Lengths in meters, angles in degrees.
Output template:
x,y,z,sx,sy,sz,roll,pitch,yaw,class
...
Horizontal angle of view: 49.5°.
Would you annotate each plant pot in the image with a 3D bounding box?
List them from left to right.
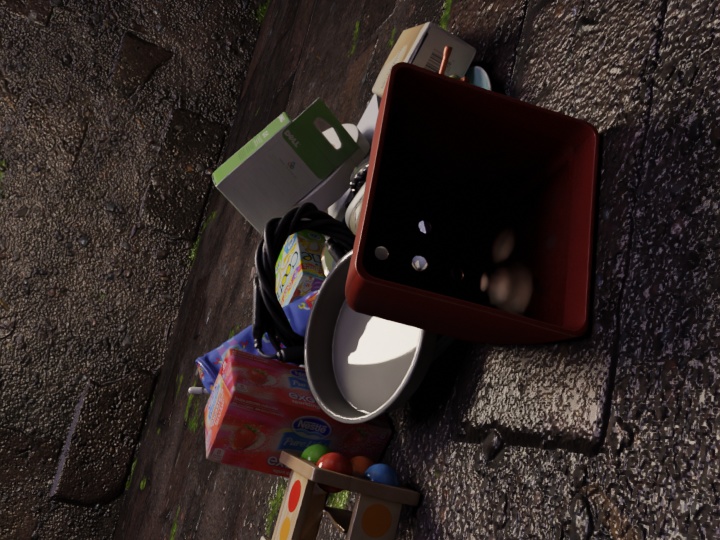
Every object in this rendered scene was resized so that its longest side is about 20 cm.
x,y,z,sx,sy,sz,roll,pitch,yaw,class
0.082,-0.033,0.719,0.176,0.198,0.202,128,154,-65,plant pot

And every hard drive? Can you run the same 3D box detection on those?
x,y,z,sx,sy,sz,roll,pitch,yaw,class
-0.004,-0.186,1.318,0.133,0.025,0.201,-95,29,-48,hard drive

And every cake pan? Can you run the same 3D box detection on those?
x,y,z,sx,sy,sz,roll,pitch,yaw,class
0.012,0.069,0.866,0.199,0.036,0.203,-21,61,44,cake pan

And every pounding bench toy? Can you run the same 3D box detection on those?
x,y,z,sx,sy,sz,roll,pitch,yaw,class
-0.042,0.275,0.860,0.200,0.123,0.158,-11,62,68,pounding bench toy

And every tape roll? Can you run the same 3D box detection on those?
x,y,z,sx,sy,sz,roll,pitch,yaw,class
-0.071,-0.154,1.250,0.202,0.037,0.204,-31,30,20,tape roll

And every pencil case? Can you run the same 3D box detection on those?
x,y,z,sx,sy,sz,roll,pitch,yaw,class
-0.109,0.103,1.004,0.087,0.199,0.078,49,162,35,pencil case

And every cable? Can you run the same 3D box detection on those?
x,y,z,sx,sy,sz,roll,pitch,yaw,class
-0.052,0.016,0.960,0.051,0.161,0.203,154,119,-73,cable

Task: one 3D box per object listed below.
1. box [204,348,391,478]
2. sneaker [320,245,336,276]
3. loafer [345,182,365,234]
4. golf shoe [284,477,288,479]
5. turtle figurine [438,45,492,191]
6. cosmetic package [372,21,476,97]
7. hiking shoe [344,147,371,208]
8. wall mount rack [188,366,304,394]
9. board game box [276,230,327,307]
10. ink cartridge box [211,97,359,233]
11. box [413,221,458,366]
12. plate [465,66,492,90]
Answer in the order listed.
x,y,z,sx,sy,sz,roll,pitch,yaw,class
-0.076,0.178,0.927,0.095,0.198,0.103,-66,20,17,box
0.000,0.000,1.080,0.090,0.066,0.201,-62,28,32,sneaker
0.048,-0.105,0.982,0.201,0.074,0.070,-61,34,37,loafer
-0.058,0.190,1.037,0.202,0.091,0.075,-70,18,0,golf shoe
0.097,-0.154,0.853,0.160,0.064,0.202,22,84,36,turtle figurine
0.078,-0.262,1.036,0.106,0.071,0.200,-61,12,8,cosmetic package
0.025,-0.146,1.109,0.200,0.075,0.102,140,147,-71,hiking shoe
-0.144,0.174,1.128,0.075,0.173,0.201,50,164,28,wall mount rack
-0.072,0.008,1.216,0.104,0.104,0.201,-61,22,25,board game box
-0.112,-0.162,1.163,0.200,0.104,0.059,-40,29,5,ink cartridge box
0.063,0.016,0.908,0.121,0.032,0.202,-53,36,44,box
0.114,-0.152,0.964,0.201,0.025,0.202,-55,24,40,plate
